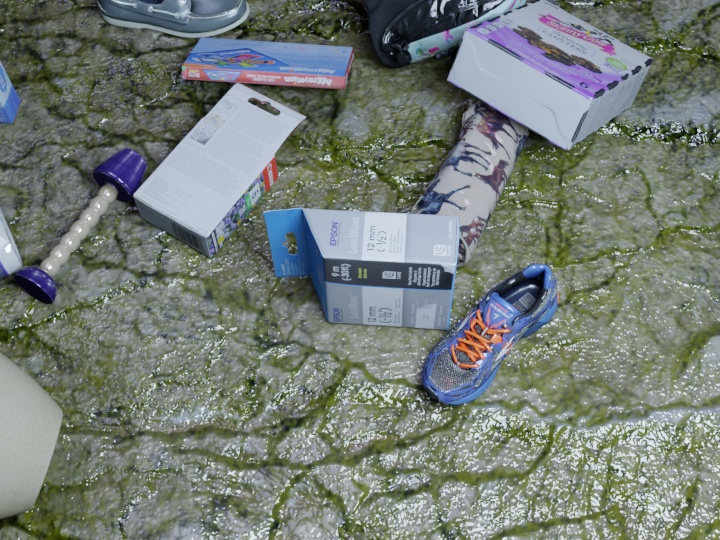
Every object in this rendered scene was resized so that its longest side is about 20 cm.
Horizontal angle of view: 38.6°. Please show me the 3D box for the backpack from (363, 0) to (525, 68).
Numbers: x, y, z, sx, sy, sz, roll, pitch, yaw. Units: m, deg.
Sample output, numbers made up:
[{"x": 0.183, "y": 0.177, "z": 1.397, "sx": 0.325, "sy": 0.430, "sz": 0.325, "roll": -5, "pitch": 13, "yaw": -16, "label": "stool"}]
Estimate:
[{"x": 0.105, "y": -0.348, "z": 1.267, "sx": 0.199, "sy": 0.127, "sz": 0.168, "roll": -15, "pitch": 89, "yaw": 14, "label": "backpack"}]

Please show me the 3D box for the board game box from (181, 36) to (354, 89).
[{"x": -0.112, "y": -0.258, "z": 1.275, "sx": 0.199, "sy": 0.020, "sz": 0.103, "roll": 5, "pitch": 32, "yaw": 4, "label": "board game box"}]

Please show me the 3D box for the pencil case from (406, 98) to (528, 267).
[{"x": 0.121, "y": -0.105, "z": 1.176, "sx": 0.089, "sy": 0.078, "sz": 0.201, "roll": 29, "pitch": 64, "yaw": 0, "label": "pencil case"}]

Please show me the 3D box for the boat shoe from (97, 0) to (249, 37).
[{"x": -0.245, "y": -0.351, "z": 1.331, "sx": 0.199, "sy": 0.062, "sz": 0.073, "roll": 4, "pitch": 61, "yaw": 4, "label": "boat shoe"}]

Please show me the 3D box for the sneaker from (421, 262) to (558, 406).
[{"x": 0.136, "y": 0.059, "z": 1.082, "sx": 0.075, "sy": 0.079, "sz": 0.200, "roll": 36, "pitch": 67, "yaw": 20, "label": "sneaker"}]

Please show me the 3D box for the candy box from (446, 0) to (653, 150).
[{"x": 0.226, "y": -0.236, "z": 1.204, "sx": 0.167, "sy": 0.072, "sz": 0.200, "roll": 34, "pitch": 38, "yaw": 19, "label": "candy box"}]

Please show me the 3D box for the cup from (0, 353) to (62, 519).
[{"x": -0.372, "y": 0.164, "z": 0.989, "sx": 0.143, "sy": 0.200, "sz": 0.201, "roll": 20, "pitch": 60, "yaw": -17, "label": "cup"}]

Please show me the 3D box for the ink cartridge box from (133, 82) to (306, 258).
[{"x": -0.160, "y": -0.121, "z": 1.208, "sx": 0.109, "sy": 0.050, "sz": 0.200, "roll": 29, "pitch": 64, "yaw": 17, "label": "ink cartridge box"}]

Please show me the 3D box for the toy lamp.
[{"x": -0.313, "y": -0.057, "z": 1.170, "sx": 0.058, "sy": 0.058, "sz": 0.200, "roll": 24, "pitch": 63, "yaw": 14, "label": "toy lamp"}]

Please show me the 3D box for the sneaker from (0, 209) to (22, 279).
[{"x": -0.479, "y": -0.046, "z": 1.154, "sx": 0.146, "sy": 0.081, "sz": 0.200, "roll": -27, "pitch": 63, "yaw": -12, "label": "sneaker"}]

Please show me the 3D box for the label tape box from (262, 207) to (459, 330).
[{"x": 0.000, "y": 0.000, "z": 1.081, "sx": 0.199, "sy": 0.144, "sz": 0.066, "roll": 2, "pitch": 60, "yaw": 2, "label": "label tape box"}]

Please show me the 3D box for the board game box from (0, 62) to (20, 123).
[{"x": -0.529, "y": -0.254, "z": 1.204, "sx": 0.199, "sy": 0.199, "sz": 0.044, "roll": 5, "pitch": 61, "yaw": 5, "label": "board game box"}]
